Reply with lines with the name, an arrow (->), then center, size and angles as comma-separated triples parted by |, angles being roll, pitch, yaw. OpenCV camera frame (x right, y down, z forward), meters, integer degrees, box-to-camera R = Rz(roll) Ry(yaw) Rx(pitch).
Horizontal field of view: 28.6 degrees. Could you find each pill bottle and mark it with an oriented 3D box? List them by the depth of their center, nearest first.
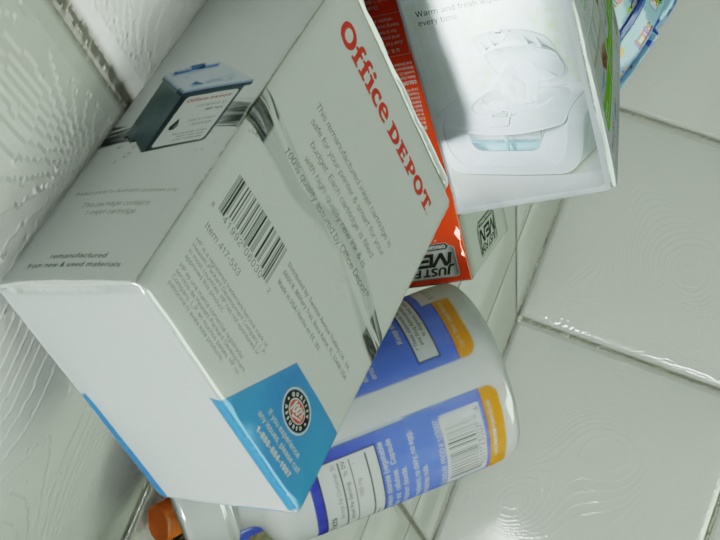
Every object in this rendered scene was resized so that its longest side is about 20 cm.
pill bottle -> -0.018, 0.091, 0.823 | 0.112, 0.199, 0.113 | 160, -90, -79

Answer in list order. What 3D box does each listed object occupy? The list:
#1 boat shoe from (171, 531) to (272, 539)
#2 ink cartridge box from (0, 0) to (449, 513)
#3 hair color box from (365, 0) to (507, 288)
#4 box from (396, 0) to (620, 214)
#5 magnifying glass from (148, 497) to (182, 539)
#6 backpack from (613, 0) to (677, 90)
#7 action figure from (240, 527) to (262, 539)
boat shoe -> -0.104, 0.195, 0.943 | 0.200, 0.072, 0.065 | -36, 109, -52
ink cartridge box -> -0.049, -0.015, 0.647 | 0.147, 0.085, 0.201 | 61, 41, -36
hair color box -> 0.033, -0.100, 0.870 | 0.102, 0.061, 0.201 | -45, 124, -63
box -> 0.089, -0.162, 0.805 | 0.200, 0.096, 0.177 | -74, 149, -54
magnifying glass -> -0.063, 0.130, 0.946 | 0.200, 0.022, 0.080 | -25, 123, -48
backpack -> 0.154, -0.192, 1.057 | 0.183, 0.134, 0.200 | -55, -156, -3
action figure -> -0.026, 0.138, 0.898 | 0.200, 0.099, 0.065 | -54, 157, -29
